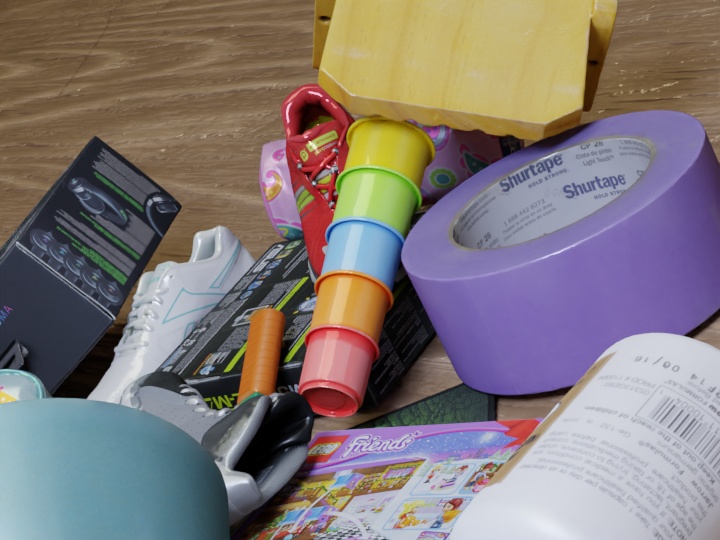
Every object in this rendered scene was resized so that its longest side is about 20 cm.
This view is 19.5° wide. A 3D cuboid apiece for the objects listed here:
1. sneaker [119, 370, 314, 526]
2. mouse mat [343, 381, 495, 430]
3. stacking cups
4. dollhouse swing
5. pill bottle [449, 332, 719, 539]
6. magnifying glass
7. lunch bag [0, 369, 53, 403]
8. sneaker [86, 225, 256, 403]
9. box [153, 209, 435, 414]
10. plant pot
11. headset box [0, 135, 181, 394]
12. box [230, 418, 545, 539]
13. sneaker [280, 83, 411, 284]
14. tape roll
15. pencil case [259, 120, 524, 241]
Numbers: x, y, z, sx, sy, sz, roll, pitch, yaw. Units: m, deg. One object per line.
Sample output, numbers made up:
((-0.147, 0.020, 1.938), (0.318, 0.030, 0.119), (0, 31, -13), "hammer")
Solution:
((-0.077, 0.098, 1.214), (0.115, 0.075, 0.200), (-32, 23, 10), "sneaker")
((0.004, 0.133, 1.215), (0.161, 0.008, 0.200), (-23, 22, 14), "mouse mat")
((0.000, 0.000, 1.316), (0.060, 0.061, 0.200), (-12, 52, 37), "stacking cups")
((0.063, -0.131, 1.423), (0.200, 0.182, 0.176), (9, 62, 1), "dollhouse swing")
((0.105, 0.128, 0.945), (0.114, 0.114, 0.200), (-4, 31, 47), "pill bottle")
((-0.066, 0.098, 1.288), (0.080, 0.022, 0.200), (-38, 30, 31), "magnifying glass")
((-0.247, 0.158, 1.233), (0.160, 0.077, 0.200), (-10, 59, 16), "lunch bag")
((-0.144, 0.043, 1.514), (0.070, 0.080, 0.200), (-5, 32, 43), "sneaker")
((-0.027, 0.032, 1.438), (0.193, 0.048, 0.200), (-9, 27, 36), "box")
((-0.151, 0.188, 1.026), (0.201, 0.201, 0.161), (-25, 46, 9), "plant pot")
((-0.240, 0.022, 1.575), (0.174, 0.093, 0.200), (-47, 10, 27), "headset box")
((0.020, 0.138, 1.121), (0.200, 0.039, 0.137), (-7, 30, 43), "box")
((-0.021, -0.056, 1.422), (0.077, 0.085, 0.200), (-26, 39, 3), "sneaker")
((0.132, -0.013, 1.279), (0.200, 0.085, 0.200), (-23, 20, 9), "tape roll")
((0.027, -0.077, 1.545), (0.200, 0.087, 0.087), (-13, 24, 15), "pencil case")
